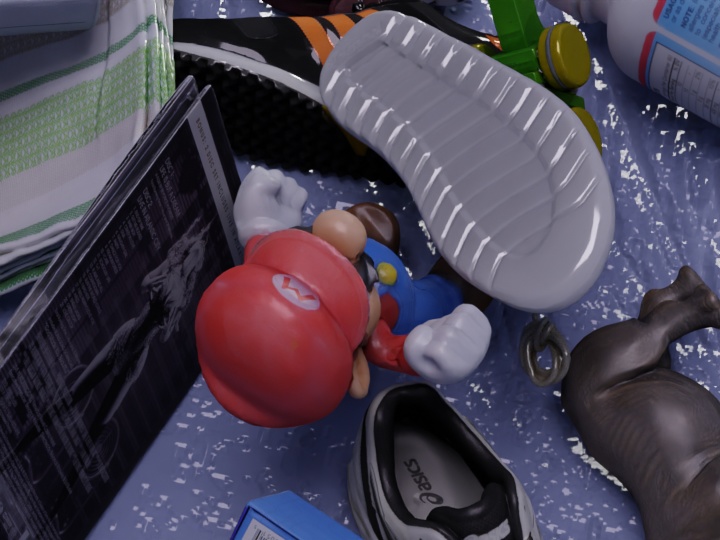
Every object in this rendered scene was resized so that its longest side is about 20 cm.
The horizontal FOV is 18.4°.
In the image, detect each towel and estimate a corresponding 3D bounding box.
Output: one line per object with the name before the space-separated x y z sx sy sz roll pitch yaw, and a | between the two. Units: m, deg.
towel | -0.154 -0.088 1.067 0.149 0.031 0.201 -21 56 25

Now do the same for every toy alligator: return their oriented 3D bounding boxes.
toy alligator | 0.085 -0.045 1.017 0.059 0.054 0.201 -12 79 34

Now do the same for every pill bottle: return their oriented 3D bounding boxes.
pill bottle | 0.192 -0.121 1.073 0.200 0.109 0.109 32 66 18

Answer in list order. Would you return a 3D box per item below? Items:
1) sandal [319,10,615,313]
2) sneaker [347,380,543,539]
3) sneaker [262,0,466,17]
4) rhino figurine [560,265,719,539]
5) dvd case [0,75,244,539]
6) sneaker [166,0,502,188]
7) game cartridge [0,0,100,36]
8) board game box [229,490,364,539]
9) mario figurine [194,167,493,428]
sandal | 0.055 -0.052 0.979 0.082 0.050 0.203 -46 48 9
sneaker | 0.052 0.136 0.942 0.075 0.088 0.200 -28 65 -16
sneaker | -0.027 -0.207 1.148 0.115 0.076 0.200 -23 63 -8
rhino figurine | 0.160 0.094 0.977 0.087 0.060 0.200 -33 64 5
dvd case | -0.109 0.033 0.968 0.016 0.149 0.200 23 63 23
sneaker | -0.004 -0.100 1.091 0.199 0.070 0.090 14 58 2
game cartridge | -0.195 -0.193 1.056 0.133 0.041 0.201 -9 60 -20
board game box | -0.019 0.207 0.828 0.152 0.045 0.200 32 102 18
mario figurine | 0.000 0.000 0.953 0.123 0.200 0.106 -12 94 20
